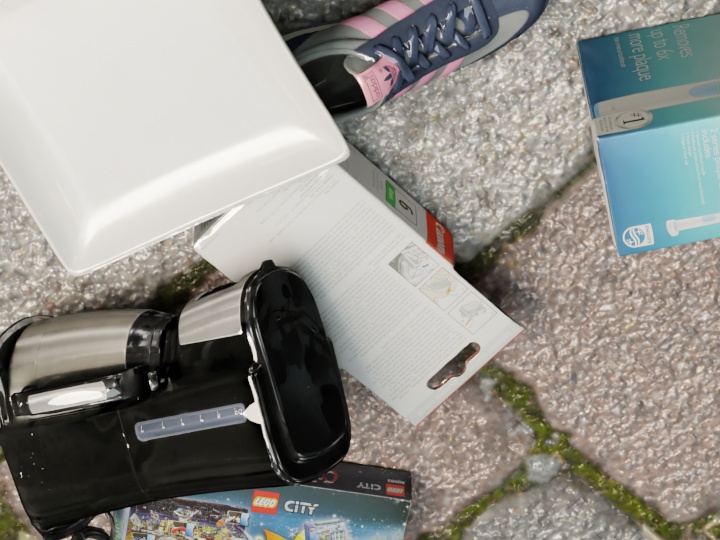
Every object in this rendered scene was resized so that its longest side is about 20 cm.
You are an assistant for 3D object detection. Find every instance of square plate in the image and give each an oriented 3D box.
[{"bbox_3d":[-0.136,-0.114,1.581,0.198,0.028,0.200,-23,116,16],"label":"square plate"}]

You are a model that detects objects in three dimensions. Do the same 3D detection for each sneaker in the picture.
[{"bbox_3d":[0.027,-0.133,1.627,0.200,0.082,0.070,-24,115,12],"label":"sneaker"}]

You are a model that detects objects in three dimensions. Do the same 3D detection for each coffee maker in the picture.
[{"bbox_3d":[-0.112,0.103,1.690,0.200,0.135,0.192,-10,118,26],"label":"coffee maker"}]

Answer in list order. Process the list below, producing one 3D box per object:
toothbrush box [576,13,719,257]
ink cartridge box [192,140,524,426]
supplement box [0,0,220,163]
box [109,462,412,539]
[{"bbox_3d":[0.241,-0.094,1.614,0.199,0.147,0.085,-9,118,5],"label":"toothbrush box"},{"bbox_3d":[0.000,0.000,1.717,0.200,0.050,0.109,40,111,-20],"label":"ink cartridge box"},{"bbox_3d":[-0.161,-0.180,1.605,0.126,0.074,0.200,-15,117,8],"label":"supplement box"},{"bbox_3d":[-0.073,0.191,1.824,0.199,0.038,0.137,9,117,-5],"label":"box"}]
